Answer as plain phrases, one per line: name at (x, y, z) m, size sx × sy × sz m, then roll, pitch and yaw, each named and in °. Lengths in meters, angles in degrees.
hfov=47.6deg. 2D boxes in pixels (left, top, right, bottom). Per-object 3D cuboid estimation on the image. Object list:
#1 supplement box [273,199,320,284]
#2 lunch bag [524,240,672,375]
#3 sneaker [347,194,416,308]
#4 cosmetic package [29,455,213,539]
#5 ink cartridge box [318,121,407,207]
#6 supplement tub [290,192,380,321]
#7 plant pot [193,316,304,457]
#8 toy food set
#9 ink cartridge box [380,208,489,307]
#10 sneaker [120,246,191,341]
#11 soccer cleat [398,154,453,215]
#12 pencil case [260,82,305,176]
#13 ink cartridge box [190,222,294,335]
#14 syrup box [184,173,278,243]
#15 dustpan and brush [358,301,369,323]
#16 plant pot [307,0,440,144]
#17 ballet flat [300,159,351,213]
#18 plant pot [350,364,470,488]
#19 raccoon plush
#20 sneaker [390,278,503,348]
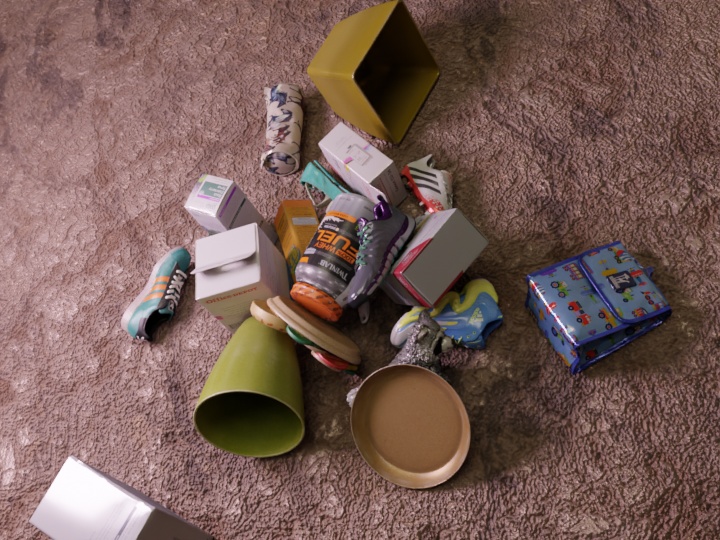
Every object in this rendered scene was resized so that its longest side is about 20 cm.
supplement box at (-0.104, -0.041, 1.542) m, size 0.068 × 0.067 × 0.202 m, roll -3°, pitch 51°, yaw -29°
lunch bag at (0.388, 0.048, 1.313) m, size 0.197 × 0.095 × 0.152 m, roll -24°, pitch 54°, yaw -8°
sneaker at (0.012, -0.031, 1.338) m, size 0.087 × 0.074 × 0.201 m, roll 38°, pitch 56°, yaw -10°
cosmetic package at (-0.382, 0.419, 1.317) m, size 0.198 × 0.200 × 0.124 m, roll 21°, pitch 70°, yaw 30°
ink cartridge box at (0.018, -0.183, 1.558) m, size 0.067 × 0.117 × 0.200 m, roll -43°, pitch 57°, yaw -7°
supplement tub at (-0.034, -0.022, 1.417) m, size 0.121 × 0.123 × 0.202 m, roll 18°, pitch 70°, yaw 29°
plant pot at (-0.177, 0.183, 1.404) m, size 0.184 × 0.189 × 0.202 m, roll -11°, pitch 43°, yaw 15°
toy food set at (-0.082, 0.109, 1.384) m, size 0.197 × 0.200 × 0.049 m, roll 35°, pitch 92°, yaw 27°
ink cartridge box at (0.108, -0.019, 1.378) m, size 0.083 × 0.200 × 0.146 m, roll 43°, pitch 79°, yaw -11°
sneaker at (-0.385, 0.051, 1.614) m, size 0.079 × 0.071 × 0.202 m, roll 26°, pitch 79°, yaw 26°
soccer cleat at (0.145, -0.139, 1.515) m, size 0.084 × 0.069 × 0.201 m, roll -32°, pitch 52°, yaw 1°
pencil case at (-0.165, -0.297, 1.716) m, size 0.088 × 0.078 × 0.203 m, roll 2°, pitch 61°, yaw -2°
ink cartridge box at (-0.210, 0.017, 1.481) m, size 0.127 × 0.201 × 0.127 m, roll -16°, pitch 57°, yaw 11°
syrup box at (-0.242, -0.092, 1.556) m, size 0.078 × 0.201 × 0.082 m, roll 15°, pitch 67°, yaw 28°
dustpan and brush at (0.000, 0.000, 1.506) m, size 0.138 × 0.057 × 0.203 m, roll -16°, pitch 50°, yaw 24°
plant pot at (0.013, -0.403, 1.650) m, size 0.175 × 0.200 × 0.202 m, roll 15°, pitch 67°, yaw 39°
ballet flat at (-0.052, -0.141, 1.599) m, size 0.071 × 0.067 × 0.200 m, roll -52°, pitch 53°, yaw 6°
plant pot at (0.080, 0.243, 1.287) m, size 0.197 × 0.027 × 0.204 m, roll 4°, pitch 101°, yaw 20°
raccoon plush at (0.059, 0.150, 1.318) m, size 0.197 × 0.136 × 0.097 m, roll -19°, pitch 24°, yaw -1°
sneaker at (0.151, 0.096, 1.372) m, size 0.198 × 0.076 × 0.106 m, roll -30°, pitch 56°, yaw 1°
